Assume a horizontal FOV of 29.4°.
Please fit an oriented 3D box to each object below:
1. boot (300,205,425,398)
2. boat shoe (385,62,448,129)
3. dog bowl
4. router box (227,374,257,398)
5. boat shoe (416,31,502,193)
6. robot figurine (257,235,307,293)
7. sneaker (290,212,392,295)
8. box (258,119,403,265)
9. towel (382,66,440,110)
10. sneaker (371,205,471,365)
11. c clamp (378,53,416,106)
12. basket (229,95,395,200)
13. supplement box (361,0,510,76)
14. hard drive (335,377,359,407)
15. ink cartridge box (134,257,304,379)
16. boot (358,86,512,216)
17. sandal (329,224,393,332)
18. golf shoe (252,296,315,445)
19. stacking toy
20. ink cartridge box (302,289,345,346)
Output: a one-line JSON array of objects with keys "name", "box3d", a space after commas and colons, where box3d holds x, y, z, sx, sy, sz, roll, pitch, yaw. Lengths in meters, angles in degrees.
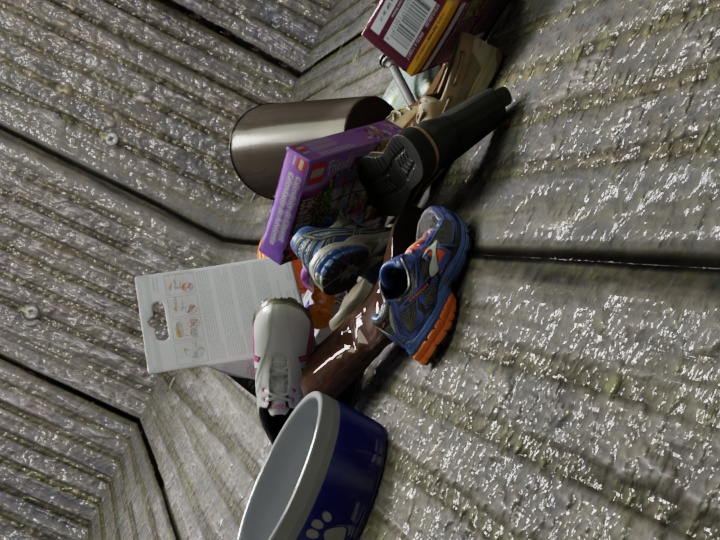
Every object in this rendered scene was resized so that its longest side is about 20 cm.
[{"name": "boot", "box3d": [0.007, 0.043, 1.525, 0.200, 0.064, 0.187, -49, 15, 41]}, {"name": "boat shoe", "box3d": [0.064, -0.173, 1.739, 0.076, 0.073, 0.202, -176, 112, -87]}, {"name": "dog bowl", "box3d": [-0.053, 0.231, 1.407, 0.201, 0.078, 0.201, -59, 12, 21]}, {"name": "router box", "box3d": [-0.149, 0.113, 1.801, 0.052, 0.157, 0.200, -52, 2, -1]}, {"name": "boat shoe", "box3d": [0.098, -0.190, 1.662, 0.202, 0.064, 0.071, -62, 12, 11]}, {"name": "robot figurine", "box3d": [-0.081, -0.041, 2.028, 0.200, 0.115, 0.145, 131, 151, -50]}, {"name": "sneaker", "box3d": [-0.008, -0.033, 1.577, 0.199, 0.085, 0.078, -7, -47, -59]}, {"name": "box", "box3d": [-0.029, -0.094, 1.620, 0.199, 0.039, 0.138, -22, -43, -51]}, {"name": "towel", "box3d": [0.057, -0.222, 1.958, 0.172, 0.048, 0.201, -60, 12, 24]}, {"name": "sneaker", "box3d": [0.060, 0.000, 1.392, 0.076, 0.078, 0.201, -53, 16, 40]}, {"name": "c clamp", "box3d": [0.073, -0.258, 1.840, 0.171, 0.027, 0.202, -45, 47, 33]}, {"name": "basket", "box3d": [-0.046, -0.168, 1.855, 0.199, 0.179, 0.138, -2, 87, 46]}, {"name": "supplement box", "box3d": [0.102, -0.321, 1.672, 0.200, 0.086, 0.111, -32, -21, -54]}, {"name": "hard drive", "box3d": [-0.058, 0.178, 1.656, 0.200, 0.033, 0.140, -52, 17, 45]}, {"name": "ink cartridge box", "box3d": [-0.166, 0.063, 1.677, 0.057, 0.197, 0.164, 86, 171, -47]}, {"name": "boot", "box3d": [0.084, -0.133, 1.539, 0.138, 0.078, 0.200, -32, 3, -20]}, {"name": "sandal", "box3d": [0.000, 0.000, 1.681, 0.080, 0.054, 0.201, -51, 5, 43]}, {"name": "golf shoe", "box3d": [-0.086, 0.117, 1.569, 0.093, 0.072, 0.201, -95, 3, -47]}, {"name": "stacking toy", "box3d": [-0.037, -0.007, 1.766, 0.110, 0.115, 0.202, 114, 170, -56]}, {"name": "ink cartridge box", "box3d": [-0.052, 0.063, 1.863, 0.100, 0.039, 0.200, -61, 13, 19]}]
